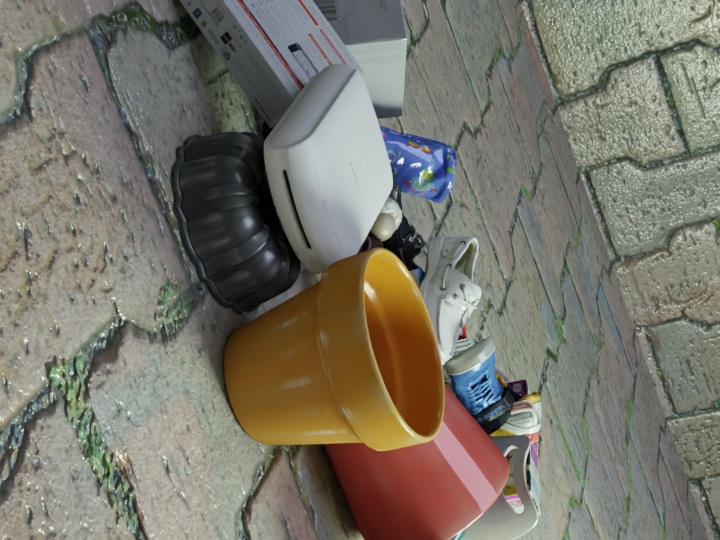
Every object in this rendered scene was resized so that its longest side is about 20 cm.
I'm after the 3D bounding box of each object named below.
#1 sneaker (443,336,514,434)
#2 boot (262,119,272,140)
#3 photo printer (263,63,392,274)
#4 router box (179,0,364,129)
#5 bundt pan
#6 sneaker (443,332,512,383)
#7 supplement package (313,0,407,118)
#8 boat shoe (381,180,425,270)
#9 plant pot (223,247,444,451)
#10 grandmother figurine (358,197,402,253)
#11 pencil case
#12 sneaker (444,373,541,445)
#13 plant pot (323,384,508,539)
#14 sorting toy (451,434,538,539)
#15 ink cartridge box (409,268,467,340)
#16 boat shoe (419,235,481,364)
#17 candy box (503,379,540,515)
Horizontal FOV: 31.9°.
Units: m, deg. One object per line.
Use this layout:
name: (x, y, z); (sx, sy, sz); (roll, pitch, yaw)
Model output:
sneaker: (0.159, 0.154, 1.633); (0.112, 0.076, 0.200); (62, -6, 7)
boot: (-0.047, -0.124, 1.589); (0.168, 0.076, 0.203); (-2, 81, -66)
photo printer: (-0.035, -0.107, 1.364); (0.201, 0.069, 0.168); (-61, 140, -51)
router box: (-0.104, -0.278, 1.474); (0.201, 0.049, 0.179); (54, 32, 0)
bundt pan: (-0.119, -0.061, 1.361); (0.202, 0.075, 0.204); (50, 30, -45)
sneaker: (0.148, 0.135, 1.924); (0.200, 0.076, 0.105); (43, -4, -19)
supplement package: (-0.006, -0.296, 1.671); (0.200, 0.118, 0.123); (89, -7, -67)
boat shoe: (0.059, -0.041, 1.676); (0.073, 0.062, 0.202); (-76, 164, -44)
plant pot: (-0.034, 0.098, 1.306); (0.200, 0.181, 0.202); (50, 31, -45)
grandmother figurine: (0.000, 0.000, 1.545); (0.202, 0.060, 0.121); (-67, 152, -20)
pencil case: (0.037, -0.156, 1.693); (0.198, 0.087, 0.079); (16, 42, -23)
sneaker: (0.168, 0.176, 1.773); (0.078, 0.198, 0.083); (-8, 113, -61)
plant pot: (0.046, 0.202, 1.458); (0.178, 0.199, 0.201); (57, 24, -12)
sorting toy: (0.141, 0.285, 1.621); (0.107, 0.178, 0.202); (49, 31, -48)
ink cartridge box: (0.068, 0.063, 1.689); (0.200, 0.115, 0.068); (27, 51, -62)
boat shoe: (0.116, 0.029, 1.578); (0.071, 0.069, 0.202); (56, 31, -41)
candy box: (0.184, 0.262, 1.809); (0.202, 0.135, 0.061); (-86, 156, -44)
